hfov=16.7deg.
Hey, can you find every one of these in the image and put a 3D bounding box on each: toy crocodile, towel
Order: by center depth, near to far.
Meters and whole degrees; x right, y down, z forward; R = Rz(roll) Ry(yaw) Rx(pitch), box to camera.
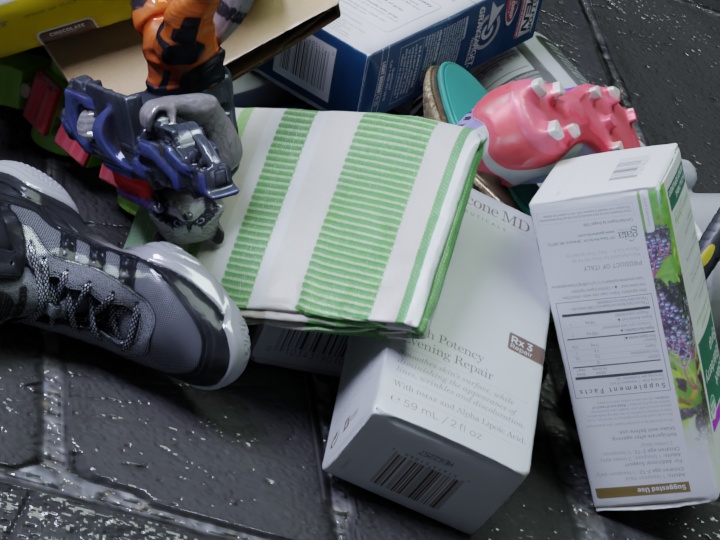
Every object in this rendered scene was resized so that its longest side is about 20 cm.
[{"bbox_3d":[-0.037,-0.028,1.399,0.200,0.023,0.153,3,57,25],"label":"towel"},{"bbox_3d":[-0.158,-0.084,1.514,0.200,0.068,0.062,34,28,25],"label":"toy crocodile"}]

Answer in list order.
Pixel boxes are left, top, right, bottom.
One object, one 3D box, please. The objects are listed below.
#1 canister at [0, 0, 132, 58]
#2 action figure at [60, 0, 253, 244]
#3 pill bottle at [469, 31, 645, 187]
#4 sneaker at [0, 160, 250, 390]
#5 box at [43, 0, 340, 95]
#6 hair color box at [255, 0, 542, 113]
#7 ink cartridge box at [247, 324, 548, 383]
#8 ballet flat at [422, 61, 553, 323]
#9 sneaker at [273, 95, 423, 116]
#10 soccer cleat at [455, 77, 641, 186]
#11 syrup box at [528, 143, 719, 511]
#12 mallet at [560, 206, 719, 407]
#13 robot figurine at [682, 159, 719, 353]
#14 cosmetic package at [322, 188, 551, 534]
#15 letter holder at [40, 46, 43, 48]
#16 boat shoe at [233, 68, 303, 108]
[{"bbox_3d":[-0.163,-0.213,1.468,0.200,0.087,0.149,-17,58,3],"label":"canister"},{"bbox_3d":[-0.086,-0.100,1.352,0.105,0.194,0.200,-6,24,-30],"label":"action figure"},{"bbox_3d":[0.115,-0.099,1.730,0.114,0.114,0.200,5,34,-35],"label":"pill bottle"},{"bbox_3d":[-0.164,0.017,1.339,0.200,0.076,0.114,32,31,17],"label":"sneaker"},{"bbox_3d":[-0.130,-0.186,1.509,0.163,0.021,0.200,-31,59,-8],"label":"box"},{"bbox_3d":[0.027,-0.171,1.637,0.100,0.061,0.200,33,41,27],"label":"hair color box"},{"bbox_3d":[0.000,0.000,1.538,0.198,0.043,0.200,11,30,-26],"label":"ink cartridge box"},{"bbox_3d":[0.082,-0.046,1.561,0.070,0.065,0.200,6,44,-41],"label":"ballet flat"},{"bbox_3d":[0.006,-0.096,1.644,0.083,0.071,0.200,26,41,29],"label":"sneaker"},{"bbox_3d":[0.119,-0.080,1.526,0.200,0.076,0.067,6,64,-63],"label":"soccer cleat"},{"bbox_3d":[0.163,0.035,1.445,0.081,0.200,0.079,-8,19,20],"label":"syrup box"},{"bbox_3d":[0.210,0.020,1.534,0.066,0.200,0.041,40,1,5],"label":"mallet"},{"bbox_3d":[0.210,0.005,1.632,0.200,0.113,0.170,-1,71,-43],"label":"robot figurine"},{"bbox_3d":[0.049,0.043,1.411,0.102,0.074,0.200,25,46,-14],"label":"cosmetic package"},{"bbox_3d":[-0.169,-0.192,1.616,0.200,0.142,0.101,5,62,14],"label":"letter holder"},{"bbox_3d":[-0.095,-0.121,1.632,0.200,0.074,0.065,-8,47,-49],"label":"boat shoe"}]
